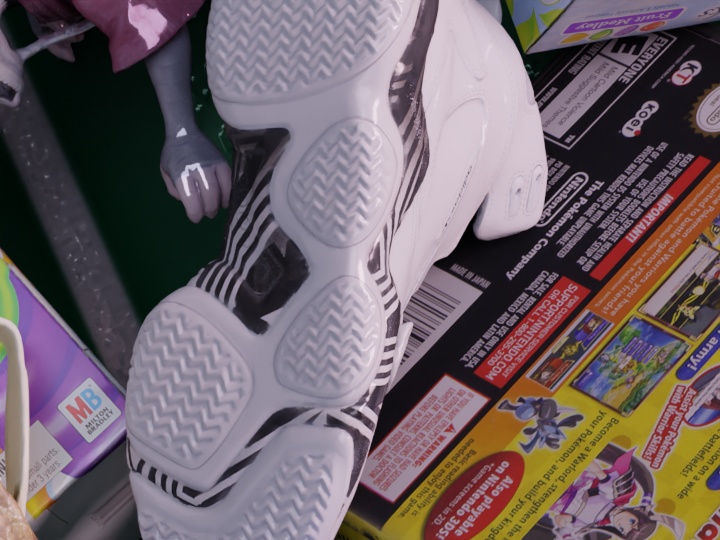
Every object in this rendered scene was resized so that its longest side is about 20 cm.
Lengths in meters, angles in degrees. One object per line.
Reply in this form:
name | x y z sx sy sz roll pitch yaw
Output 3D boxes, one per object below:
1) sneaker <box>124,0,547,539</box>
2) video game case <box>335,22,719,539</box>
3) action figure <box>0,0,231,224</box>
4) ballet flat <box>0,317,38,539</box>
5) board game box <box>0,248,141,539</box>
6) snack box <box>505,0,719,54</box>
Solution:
sneaker | 0.000 0.000 0.827 0.075 0.115 0.201 9 89 29
video game case | 0.082 0.019 0.842 0.180 0.026 0.200 29 66 38
action figure | -0.061 -0.113 0.876 0.199 0.150 0.134 -29 40 -32
ballet flat | -0.129 0.009 0.802 0.065 0.070 0.201 -11 77 -24
board game box | -0.156 0.016 0.881 0.103 0.105 0.200 -42 75 -6
snack box | 0.100 -0.179 0.896 0.168 0.068 0.201 -11 72 -24
